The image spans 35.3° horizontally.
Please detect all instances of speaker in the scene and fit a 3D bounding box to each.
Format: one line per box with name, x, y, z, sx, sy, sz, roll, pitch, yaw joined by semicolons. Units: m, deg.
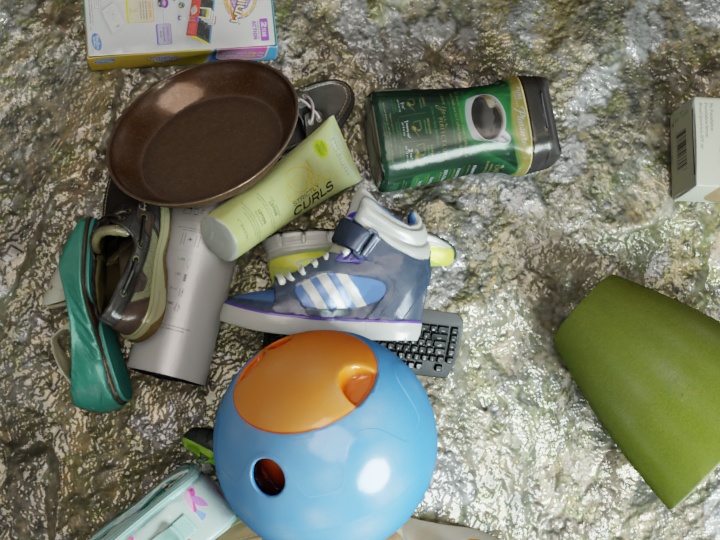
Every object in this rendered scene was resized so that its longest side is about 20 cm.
speaker;-0.171;0.014;1.136;0.081;0.081;0.200;13;79;-4

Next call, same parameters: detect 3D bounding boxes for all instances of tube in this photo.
tube;-0.075;-0.081;1.137;0.052;0.058;0.200;35;50;20

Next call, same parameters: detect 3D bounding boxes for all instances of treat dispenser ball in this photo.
treat dispenser ball;-0.031;0.153;1.012;0.200;0.201;0.201;1;81;-6

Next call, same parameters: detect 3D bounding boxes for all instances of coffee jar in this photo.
coffee jar;0.108;-0.145;1.191;0.200;0.085;0.104;-7;78;-7

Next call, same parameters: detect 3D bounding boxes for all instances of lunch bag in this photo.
lunch bag;-0.207;0.259;1.051;0.200;0.160;0.077;-40;87;-10

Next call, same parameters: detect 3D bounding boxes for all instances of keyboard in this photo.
keyboard;0.001;0.084;1.142;0.200;0.040;0.104;7;114;-4

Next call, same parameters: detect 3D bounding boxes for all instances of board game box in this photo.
board game box;-0.194;-0.296;1.204;0.200;0.040;0.153;-4;81;-7

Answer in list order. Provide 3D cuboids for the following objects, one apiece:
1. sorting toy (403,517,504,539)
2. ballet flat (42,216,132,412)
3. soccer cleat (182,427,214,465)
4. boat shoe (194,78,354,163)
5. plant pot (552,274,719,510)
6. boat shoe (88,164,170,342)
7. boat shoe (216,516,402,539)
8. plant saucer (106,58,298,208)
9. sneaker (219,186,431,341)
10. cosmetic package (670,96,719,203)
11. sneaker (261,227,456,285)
sorting toy;0.045;0.327;1.115;0.180;0.107;0.200;25;78;18
ballet flat;-0.281;0.045;1.129;0.070;0.067;0.200;-13;80;6
soccer cleat;-0.078;0.184;1.132;0.200;0.068;0.081;20;70;-9
boat shoe;-0.088;-0.143;1.182;0.200;0.057;0.067;-32;85;-10
plant pot;0.299;0.104;1.140;0.187;0.187;0.200;-44;73;-11
boat shoe;-0.229;-0.029;1.103;0.073;0.065;0.200;-30;53;24
boat shoe;-0.057;0.267;1.088;0.200;0.065;0.071;-16;122;9
plant saucer;-0.153;-0.130;1.124;0.200;0.037;0.201;-8;50;10
sneaker;-0.031;-0.009;1.090;0.200;0.081;0.147;4;88;-4
cosmetic package;0.446;-0.127;1.233;0.200;0.071;0.105;1;80;-6
sneaker;0.000;0.000;1.167;0.200;0.078;0.090;-3;89;-1
